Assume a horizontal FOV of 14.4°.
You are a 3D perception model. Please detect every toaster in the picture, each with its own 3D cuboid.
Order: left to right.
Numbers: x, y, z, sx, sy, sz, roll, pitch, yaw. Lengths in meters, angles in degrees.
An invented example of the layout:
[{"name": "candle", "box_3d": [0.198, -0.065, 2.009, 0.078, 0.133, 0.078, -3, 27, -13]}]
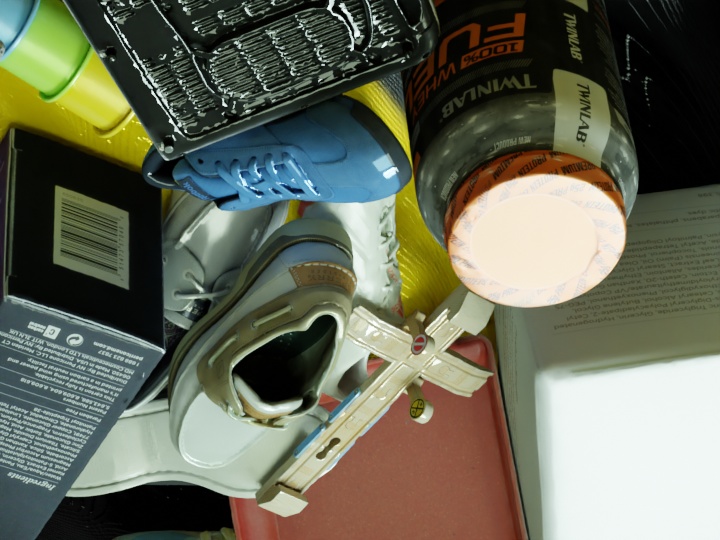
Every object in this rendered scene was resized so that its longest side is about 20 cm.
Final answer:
[{"name": "toaster", "box_3d": [-0.060, -0.180, 1.516, 0.199, 0.119, 0.181, -20, 132, 13]}]

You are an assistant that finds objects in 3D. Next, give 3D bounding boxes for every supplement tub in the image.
[{"name": "supplement tub", "box_3d": [0.086, -0.083, 1.565, 0.122, 0.201, 0.123, -3, 133, -3]}]

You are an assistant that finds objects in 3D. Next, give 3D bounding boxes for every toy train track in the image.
[{"name": "toy train track", "box_3d": [0.009, 0.086, 1.724, 0.114, 0.033, 0.200, 26, 119, -35]}]

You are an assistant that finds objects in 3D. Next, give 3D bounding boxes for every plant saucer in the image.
[{"name": "plant saucer", "box_3d": [0.016, 0.157, 1.796, 0.199, 0.201, 0.037, -14, 172, 25]}]

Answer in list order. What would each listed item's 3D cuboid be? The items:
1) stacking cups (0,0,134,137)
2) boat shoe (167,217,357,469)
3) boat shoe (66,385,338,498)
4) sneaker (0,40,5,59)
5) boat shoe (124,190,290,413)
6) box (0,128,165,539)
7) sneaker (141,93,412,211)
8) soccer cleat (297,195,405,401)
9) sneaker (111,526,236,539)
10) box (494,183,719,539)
[{"name": "stacking cups", "box_3d": [-0.207, -0.143, 1.574, 0.199, 0.061, 0.060, 29, 124, -29]}, {"name": "boat shoe", "box_3d": [-0.062, 0.058, 1.680, 0.074, 0.069, 0.200, 11, 135, -20]}, {"name": "boat shoe", "box_3d": [-0.108, 0.106, 1.801, 0.198, 0.060, 0.074, -8, 102, 9]}, {"name": "sneaker", "box_3d": [-0.283, -0.105, 1.560, 0.115, 0.076, 0.199, 32, 151, -26]}, {"name": "boat shoe", "box_3d": [-0.105, 0.009, 1.722, 0.072, 0.069, 0.200, 27, 125, -27]}, {"name": "box", "box_3d": [-0.203, 0.044, 1.691, 0.104, 0.149, 0.200, 20, 128, -22]}, {"name": "sneaker", "box_3d": [-0.050, -0.057, 1.584, 0.078, 0.200, 0.066, -40, 119, -25]}, {"name": "soccer cleat", "box_3d": [0.000, 0.000, 1.713, 0.077, 0.069, 0.201, 36, 139, 18]}, {"name": "sneaker", "box_3d": [-0.065, 0.179, 1.880, 0.199, 0.080, 0.131, 10, 134, -28]}, {"name": "box", "box_3d": [0.190, 0.077, 1.725, 0.198, 0.172, 0.200, -7, 125, -3]}]
